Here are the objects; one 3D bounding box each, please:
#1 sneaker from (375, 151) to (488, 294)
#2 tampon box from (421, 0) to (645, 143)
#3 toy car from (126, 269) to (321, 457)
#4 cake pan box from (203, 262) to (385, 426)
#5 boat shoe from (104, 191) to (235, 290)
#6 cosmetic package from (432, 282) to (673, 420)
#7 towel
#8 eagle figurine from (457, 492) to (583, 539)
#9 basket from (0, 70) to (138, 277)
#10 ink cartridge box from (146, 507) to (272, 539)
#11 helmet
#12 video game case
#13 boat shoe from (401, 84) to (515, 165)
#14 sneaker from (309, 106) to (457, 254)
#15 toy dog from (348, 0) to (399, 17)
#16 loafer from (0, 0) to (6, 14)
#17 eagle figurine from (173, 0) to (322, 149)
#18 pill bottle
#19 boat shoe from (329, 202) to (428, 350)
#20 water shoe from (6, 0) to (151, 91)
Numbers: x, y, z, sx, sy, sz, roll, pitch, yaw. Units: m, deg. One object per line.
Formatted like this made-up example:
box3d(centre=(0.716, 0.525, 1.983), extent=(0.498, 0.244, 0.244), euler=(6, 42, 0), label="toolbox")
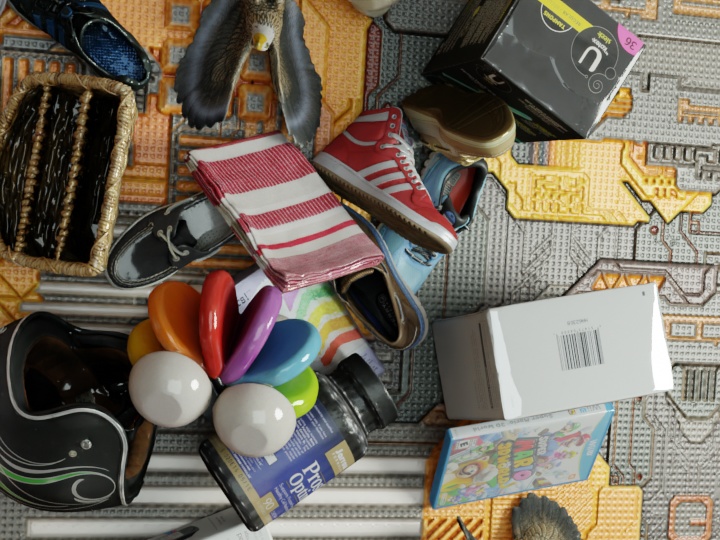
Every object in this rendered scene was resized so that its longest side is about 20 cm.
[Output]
box3d(centre=(0.079, -0.055, 1.606), extent=(0.078, 0.090, 0.201), euler=(29, 87, -21), label="sneaker")
box3d(centre=(0.186, -0.233, 1.572), extent=(0.149, 0.200, 0.127), euler=(34, 84, -15), label="tampon box")
box3d(centre=(-0.127, 0.074, 1.426), extent=(0.199, 0.175, 0.151), euler=(21, 123, -7), label="toy car")
box3d(centre=(-0.101, 0.092, 1.588), extent=(0.199, 0.052, 0.185), euler=(-33, 99, -11), label="cake pan box")
box3d(centre=(-0.186, -0.041, 1.550), extent=(0.199, 0.060, 0.074), euler=(-27, 101, -12), label="boat shoe")
box3d(centre=(0.208, 0.094, 1.591), extent=(0.198, 0.200, 0.124), euler=(-8, 88, -14), label="cosmetic package")
box3d(centre=(-0.081, -0.068, 1.516), extent=(0.144, 0.023, 0.200), euler=(-17, 60, -41), label="towel")
box3d(centre=(0.183, 0.374, 1.640), extent=(0.150, 0.152, 0.202), euler=(2, 98, 5), label="eagle figurine")
box3d(centre=(-0.313, -0.100, 1.460), extent=(0.142, 0.149, 0.202), euler=(11, 89, -8), label="basket")
box3d(centre=(-0.181, 0.360, 1.562), extent=(0.199, 0.086, 0.149), euler=(-20, 99, -15), label="ink cartridge box")
box3d(centre=(-0.310, 0.146, 1.460), extent=(0.189, 0.200, 0.202), euler=(12, 90, 4), label="helmet")
box3d(centre=(0.183, 0.213, 1.642), extent=(0.199, 0.018, 0.144), euler=(-8, 139, -15), label="video game case")
box3d(centre=(0.115, -0.152, 1.561), extent=(0.074, 0.200, 0.067), euler=(-30, 117, -11), label="boat shoe")
box3d(centre=(0.049, -0.106, 1.568), extent=(0.200, 0.071, 0.113), euler=(34, 76, 26), label="sneaker")
box3d(centre=(0.060, -0.383, 1.555), extent=(0.200, 0.139, 0.194), euler=(-45, 140, -20), label="toy dog")
box3d(centre=(-0.439, -0.228, 1.479), extent=(0.072, 0.063, 0.201), euler=(36, 89, -44), label="loafer")
box3d(centre=(-0.108, -0.248, 1.545), extent=(0.151, 0.151, 0.201), euler=(28, 122, 23), label="eagle figurine")
box3d(centre=(-0.064, 0.177, 1.521), extent=(0.199, 0.112, 0.112), euler=(-34, 101, -10), label="pill bottle")
box3d(centre=(0.000, 0.000, 1.567), extent=(0.072, 0.072, 0.200), euler=(-44, 78, 16), label="boat shoe")
box3d(centre=(-0.296, -0.268, 1.497), extent=(0.200, 0.079, 0.072), euler=(38, 83, -14), label="water shoe")
